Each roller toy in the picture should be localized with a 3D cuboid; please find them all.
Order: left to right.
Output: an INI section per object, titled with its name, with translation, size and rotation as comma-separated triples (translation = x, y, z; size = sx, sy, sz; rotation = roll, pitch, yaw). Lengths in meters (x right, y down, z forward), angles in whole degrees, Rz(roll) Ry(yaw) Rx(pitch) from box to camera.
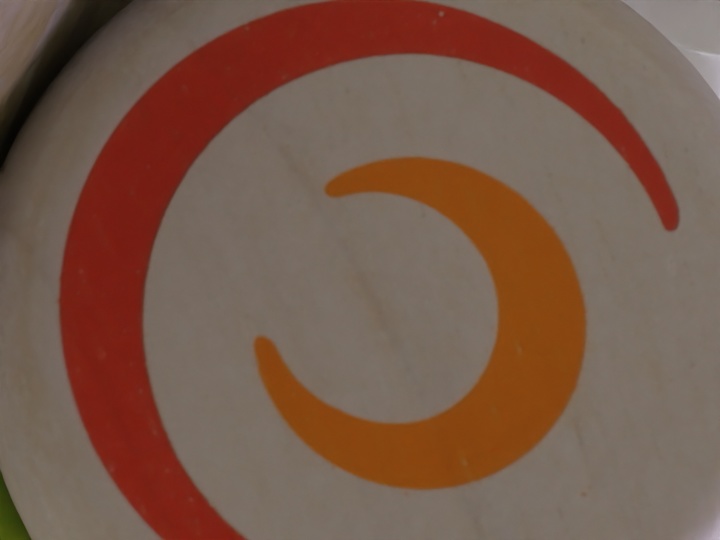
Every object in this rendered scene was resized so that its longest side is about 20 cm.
[roller toy]
translation = 0.005, 0.025, 0.675
size = 0.183, 0.200, 0.140
rotation = -63, 177, -15

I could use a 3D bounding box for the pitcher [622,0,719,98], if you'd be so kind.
[pitcher]
translation = 0.119, -0.143, 0.775
size = 0.200, 0.121, 0.172
rotation = -61, 155, -23
